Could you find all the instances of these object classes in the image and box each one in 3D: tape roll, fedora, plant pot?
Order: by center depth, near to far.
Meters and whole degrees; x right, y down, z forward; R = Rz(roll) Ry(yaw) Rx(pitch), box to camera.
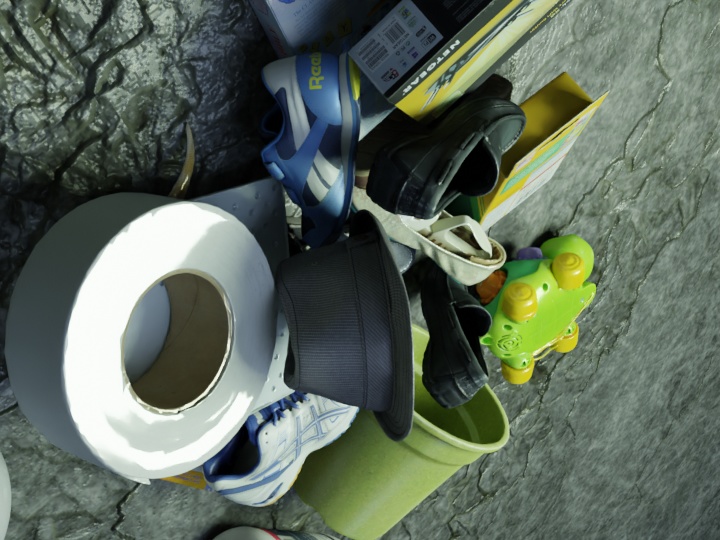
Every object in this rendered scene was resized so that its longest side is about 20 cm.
[{"bbox_3d":[-0.153,0.046,0.769,0.202,0.071,0.204,-17,111,-49],"label":"tape roll"},{"bbox_3d":[-0.020,0.044,0.841,0.090,0.200,0.178,-5,118,-7],"label":"fedora"},{"bbox_3d":[0.025,0.179,1.129,0.200,0.201,0.185,11,123,-49],"label":"plant pot"}]

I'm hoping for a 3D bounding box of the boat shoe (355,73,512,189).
[{"bbox_3d":[0.069,-0.121,1.007,0.200,0.072,0.068,-31,136,-28],"label":"boat shoe"}]

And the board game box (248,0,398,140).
[{"bbox_3d":[0.014,-0.232,0.887,0.200,0.041,0.200,-42,141,-12],"label":"board game box"}]

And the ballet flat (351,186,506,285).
[{"bbox_3d":[0.070,-0.050,1.040,0.062,0.068,0.200,-24,140,36],"label":"ballet flat"}]

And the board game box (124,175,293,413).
[{"bbox_3d":[-0.133,0.038,0.870,0.200,0.026,0.201,-22,116,-47],"label":"board game box"}]

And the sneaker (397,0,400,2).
[{"bbox_3d":[0.076,-0.271,0.816,0.074,0.088,0.201,-26,138,-32],"label":"sneaker"}]

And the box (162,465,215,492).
[{"bbox_3d":[-0.130,0.118,1.024,0.200,0.041,0.119,-53,142,5],"label":"box"}]

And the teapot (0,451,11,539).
[{"bbox_3d":[-0.342,0.201,0.794,0.199,0.146,0.198,-17,131,-37],"label":"teapot"}]

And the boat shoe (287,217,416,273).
[{"bbox_3d":[0.000,0.000,1.015,0.199,0.093,0.075,-1,123,-44],"label":"boat shoe"}]

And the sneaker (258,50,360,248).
[{"bbox_3d":[-0.044,-0.098,0.878,0.082,0.074,0.201,1,134,-5],"label":"sneaker"}]

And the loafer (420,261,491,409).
[{"bbox_3d":[0.104,0.055,1.094,0.070,0.201,0.068,-26,125,24],"label":"loafer"}]

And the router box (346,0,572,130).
[{"bbox_3d":[0.096,-0.205,0.831,0.200,0.052,0.157,-42,169,12],"label":"router box"}]

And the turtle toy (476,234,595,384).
[{"bbox_3d":[0.206,0.029,1.239,0.199,0.101,0.146,-31,139,-25],"label":"turtle toy"}]

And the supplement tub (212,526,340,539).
[{"bbox_3d":[-0.080,0.365,1.188,0.200,0.140,0.141,23,102,-50],"label":"supplement tub"}]

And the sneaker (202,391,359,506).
[{"bbox_3d":[-0.071,0.143,1.013,0.200,0.075,0.088,-55,143,3],"label":"sneaker"}]

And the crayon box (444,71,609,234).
[{"bbox_3d":[0.157,-0.115,1.048,0.126,0.052,0.200,-38,170,-17],"label":"crayon box"}]

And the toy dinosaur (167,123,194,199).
[{"bbox_3d":[-0.173,-0.013,0.862,0.200,0.058,0.101,-48,141,-4],"label":"toy dinosaur"}]

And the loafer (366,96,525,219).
[{"bbox_3d":[0.085,-0.089,0.865,0.200,0.070,0.068,-32,148,-46],"label":"loafer"}]
